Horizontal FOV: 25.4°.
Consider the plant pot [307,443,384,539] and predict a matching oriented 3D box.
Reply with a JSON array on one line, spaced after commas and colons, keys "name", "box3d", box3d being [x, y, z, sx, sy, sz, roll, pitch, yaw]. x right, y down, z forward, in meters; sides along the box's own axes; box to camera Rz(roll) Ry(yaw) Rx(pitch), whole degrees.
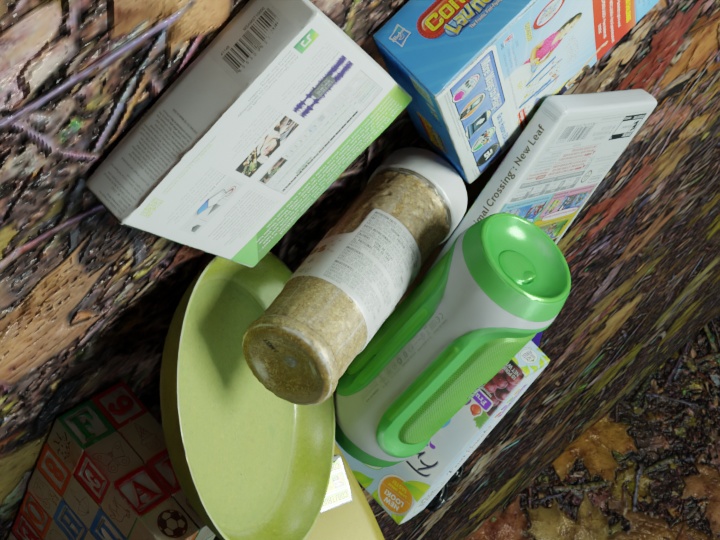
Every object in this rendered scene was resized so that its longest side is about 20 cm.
[{"name": "plant pot", "box3d": [-0.083, 0.260, 1.395, 0.200, 0.176, 0.200, -36, 163, -27]}]

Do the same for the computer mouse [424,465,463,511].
[{"name": "computer mouse", "box3d": [0.081, 0.117, 1.483, 0.110, 0.043, 0.202, -16, 109, -73]}]

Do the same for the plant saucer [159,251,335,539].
[{"name": "plant saucer", "box3d": [-0.074, 0.085, 1.018, 0.031, 0.202, 0.200, -8, -179, 26]}]

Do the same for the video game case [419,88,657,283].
[{"name": "video game case", "box3d": [0.130, -0.054, 1.176, 0.183, 0.022, 0.200, -57, 162, 23]}]

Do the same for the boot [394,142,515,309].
[{"name": "boot", "box3d": [0.065, -0.048, 1.214, 0.075, 0.074, 0.201, 5, 128, -45]}]

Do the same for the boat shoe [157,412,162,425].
[{"name": "boat shoe", "box3d": [-0.104, 0.109, 1.153, 0.072, 0.066, 0.201, -41, 165, -20]}]

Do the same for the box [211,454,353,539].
[{"name": "box", "box3d": [-0.097, 0.166, 1.164, 0.109, 0.035, 0.200, -18, -178, -25]}]

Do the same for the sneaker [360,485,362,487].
[{"name": "sneaker", "box3d": [0.036, 0.139, 1.582, 0.200, 0.077, 0.111, -46, 173, -22]}]

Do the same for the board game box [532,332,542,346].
[{"name": "board game box", "box3d": [0.131, 0.108, 1.673, 0.135, 0.045, 0.200, -52, -177, 24]}]

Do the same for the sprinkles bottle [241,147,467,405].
[{"name": "sprinkles bottle", "box3d": [0.000, 0.000, 1.040, 0.200, 0.068, 0.068, -52, 174, -41]}]

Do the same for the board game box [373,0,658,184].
[{"name": "board game box", "box3d": [0.110, -0.165, 1.009, 0.196, 0.056, 0.200, -44, 165, -2]}]

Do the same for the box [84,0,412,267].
[{"name": "box", "box3d": [-0.053, -0.073, 0.872, 0.144, 0.036, 0.200, -46, 163, 6]}]

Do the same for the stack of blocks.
[{"name": "stack of blocks", "box3d": [-0.173, 0.184, 1.082, 0.058, 0.115, 0.200, -30, 159, -41]}]

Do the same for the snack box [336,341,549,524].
[{"name": "snack box", "box3d": [0.051, 0.102, 1.389, 0.053, 0.142, 0.200, -20, 152, -56]}]

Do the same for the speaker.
[{"name": "speaker", "box3d": [0.055, 0.050, 1.079, 0.088, 0.089, 0.200, -25, 162, -49]}]
